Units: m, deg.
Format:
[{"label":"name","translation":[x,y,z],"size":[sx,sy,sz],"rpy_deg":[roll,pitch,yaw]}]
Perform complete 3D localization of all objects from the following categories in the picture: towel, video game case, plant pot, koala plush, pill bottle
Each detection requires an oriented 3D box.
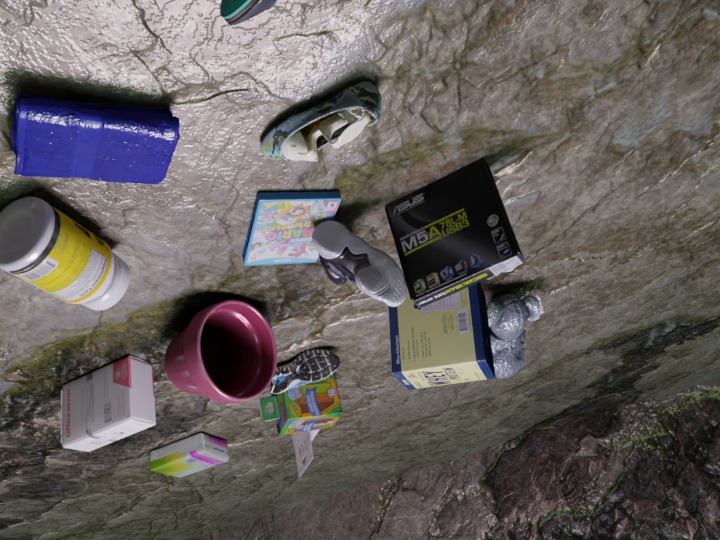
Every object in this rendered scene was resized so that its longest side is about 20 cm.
[{"label":"towel","translation":[-0.348,-0.172,0.913],"size":[0.198,0.050,0.148],"rpy_deg":[2,155,-28]},{"label":"video game case","translation":[-0.124,-0.071,1.219],"size":[0.141,0.018,0.201],"rpy_deg":[-4,150,-20]},{"label":"plant pot","translation":[-0.300,0.175,1.416],"size":[0.178,0.203,0.199],"rpy_deg":[-17,156,40]},{"label":"koala plush","translation":[0.345,0.135,1.665],"size":[0.175,0.185,0.201],"rpy_deg":[-4,138,-19]},{"label":"pill bottle","translation":[-0.453,-0.017,1.061],"size":[0.113,0.116,0.200],"rpy_deg":[-20,151,11]}]

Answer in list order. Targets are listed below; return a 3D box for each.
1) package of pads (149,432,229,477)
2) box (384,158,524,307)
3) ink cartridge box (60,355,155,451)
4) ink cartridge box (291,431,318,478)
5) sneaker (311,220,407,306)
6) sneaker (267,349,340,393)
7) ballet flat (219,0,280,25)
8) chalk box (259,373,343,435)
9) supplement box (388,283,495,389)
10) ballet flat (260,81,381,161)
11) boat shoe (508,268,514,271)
[{"label":"package of pads","translation":[-0.518,0.565,2.116],"size":[0.198,0.069,0.155],"rpy_deg":[-21,149,14]},{"label":"box","translation":[0.155,-0.063,1.180],"size":[0.198,0.195,0.047],"rpy_deg":[-24,153,20]},{"label":"ink cartridge box","translation":[-0.559,0.297,1.535],"size":[0.198,0.148,0.083],"rpy_deg":[-23,150,18]},{"label":"ink cartridge box","translation":[-0.157,0.491,2.036],"size":[0.044,0.178,0.201],"rpy_deg":[-3,150,-20]},{"label":"sneaker","translation":[0.000,0.000,1.217],"size":[0.076,0.199,0.114],"rpy_deg":[-47,166,-16]},{"label":"sneaker","translation":[-0.140,0.249,1.748],"size":[0.198,0.079,0.090],"rpy_deg":[-20,170,16]},{"label":"ballet flat","translation":[-0.079,-0.331,0.728],"size":[0.072,0.074,0.200],"rpy_deg":[8,142,-35]},{"label":"chalk box","translation":[-0.165,0.355,1.846],"size":[0.197,0.126,0.124],"rpy_deg":[-3,150,-23]},{"label":"supplement box","translation":[0.173,0.133,1.501],"size":[0.197,0.203,0.134],"rpy_deg":[-10,153,16]},{"label":"ballet flat","translation":[-0.058,-0.195,0.979],"size":[0.198,0.075,0.074],"rpy_deg":[-27,149,23]},{"label":"boat shoe","translation":[0.266,-0.016,1.446],"size":[0.199,0.066,0.072],"rpy_deg":[17,139,-44]}]
